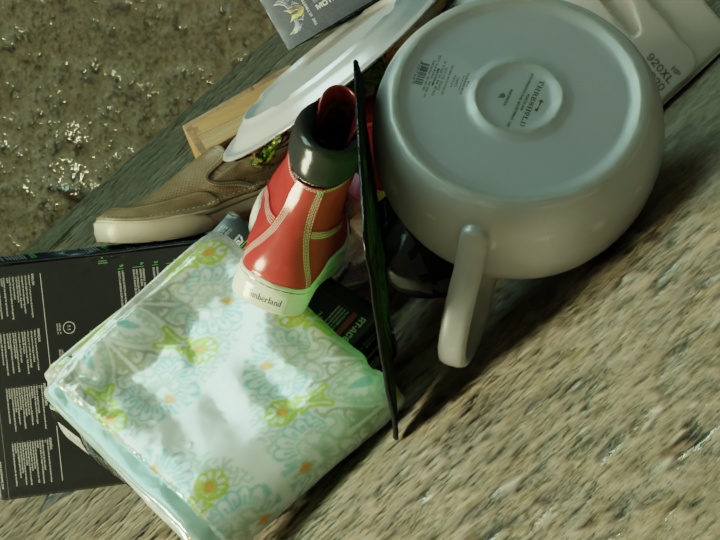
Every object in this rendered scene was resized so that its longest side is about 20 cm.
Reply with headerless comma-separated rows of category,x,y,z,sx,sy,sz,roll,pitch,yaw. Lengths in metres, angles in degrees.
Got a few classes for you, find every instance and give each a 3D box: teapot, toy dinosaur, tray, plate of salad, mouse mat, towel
teapot,0.098,-0.064,1.468,0.199,0.198,0.146,-23,-32,-13
toy dinosaur,0.000,0.000,1.751,0.199,0.086,0.135,-31,19,-10
tray,-0.073,-0.076,1.857,0.098,0.037,0.200,-30,-31,-8
plate of salad,-0.014,-0.134,1.639,0.200,0.048,0.200,-37,12,10
mouse mat,0.010,-0.011,1.441,0.007,0.201,0.162,-5,50,2
towel,-0.096,0.081,1.535,0.171,0.200,0.048,-41,-33,-13

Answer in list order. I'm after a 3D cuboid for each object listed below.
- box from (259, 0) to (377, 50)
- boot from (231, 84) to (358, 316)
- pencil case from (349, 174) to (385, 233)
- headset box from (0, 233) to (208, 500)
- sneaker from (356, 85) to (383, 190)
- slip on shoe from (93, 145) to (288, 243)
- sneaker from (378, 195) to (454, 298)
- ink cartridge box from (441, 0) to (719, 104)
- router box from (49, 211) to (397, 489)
box,0.017,-0.233,1.745,0.157,0.051,0.200,-30,4,14
boot,-0.026,-0.068,1.565,0.200,0.072,0.145,-74,5,-70
pencil case,-0.019,-0.023,1.868,0.200,0.087,0.087,-41,12,11
headset box,-0.182,0.068,1.719,0.199,0.175,0.093,-8,5,-12
sneaker,0.040,-0.103,1.726,0.078,0.116,0.201,-11,40,18
slip on shoe,-0.110,-0.064,1.745,0.199,0.061,0.076,-14,8,-21
sneaker,0.044,-0.022,1.656,0.079,0.076,0.200,-17,12,22
ink cartridge box,0.153,-0.182,1.691,0.145,0.147,0.200,-43,11,1
router box,-0.093,0.075,1.608,0.200,0.150,0.062,-47,-30,-18
